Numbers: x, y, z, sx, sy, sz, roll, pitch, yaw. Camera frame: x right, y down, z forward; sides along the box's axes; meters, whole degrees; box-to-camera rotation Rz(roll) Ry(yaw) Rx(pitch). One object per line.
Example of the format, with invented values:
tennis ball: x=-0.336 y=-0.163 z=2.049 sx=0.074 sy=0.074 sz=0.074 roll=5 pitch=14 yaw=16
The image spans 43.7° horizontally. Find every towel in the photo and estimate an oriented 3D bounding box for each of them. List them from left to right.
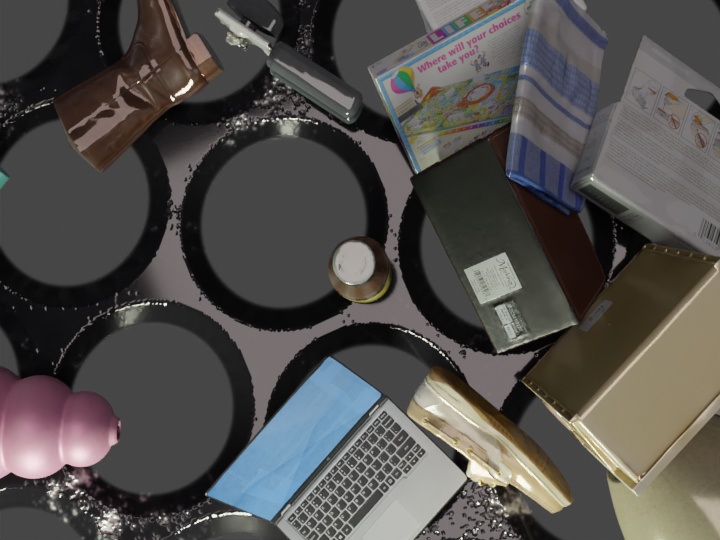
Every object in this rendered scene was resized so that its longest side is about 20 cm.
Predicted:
towel: x=0.198 y=-0.170 z=0.892 sx=0.023 sy=0.146 sz=0.204 roll=4 pitch=79 yaw=40

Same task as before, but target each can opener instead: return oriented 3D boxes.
can opener: x=-0.077 y=-0.237 z=0.988 sx=0.199 sy=0.053 sz=0.067 roll=38 pitch=90 yaw=5

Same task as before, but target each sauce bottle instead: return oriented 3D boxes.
sauce bottle: x=0.000 y=0.000 z=0.897 sx=0.063 sy=0.200 sz=0.066 roll=0 pitch=88 yaw=2

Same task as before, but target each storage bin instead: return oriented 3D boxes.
storage bin: x=0.271 y=0.083 z=0.875 sx=0.094 sy=0.199 sz=0.200 roll=42 pitch=91 yaw=-7

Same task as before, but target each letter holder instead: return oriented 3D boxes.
letter holder: x=0.161 y=-0.043 z=0.940 sx=0.100 sy=0.142 sz=0.203 roll=-24 pitch=96 yaw=34

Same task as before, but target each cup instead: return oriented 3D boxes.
cup: x=0.321 y=0.215 z=0.855 sx=0.143 sy=0.200 sz=0.200 roll=44 pitch=91 yaw=0

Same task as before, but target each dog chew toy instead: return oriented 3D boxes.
dog chew toy: x=-0.357 y=0.165 z=0.960 sx=0.195 sy=0.125 sz=0.127 roll=3 pitch=87 yaw=-3

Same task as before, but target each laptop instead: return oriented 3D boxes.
laptop: x=-0.018 y=0.223 z=0.930 sx=0.200 sy=0.116 sz=0.188 roll=43 pitch=91 yaw=5

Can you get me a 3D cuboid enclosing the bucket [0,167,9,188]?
bucket: x=-0.483 y=-0.109 z=0.943 sx=0.206 sy=0.207 sz=0.135 roll=40 pitch=81 yaw=5

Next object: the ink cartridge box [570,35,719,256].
ink cartridge box: x=0.329 y=-0.115 z=0.928 sx=0.198 sy=0.043 sz=0.176 roll=29 pitch=70 yaw=-13

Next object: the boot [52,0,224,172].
boot: x=-0.278 y=-0.235 z=1.001 sx=0.199 sy=0.064 sz=0.188 roll=-35 pitch=87 yaw=6

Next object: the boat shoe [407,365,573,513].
boat shoe: x=0.134 y=0.189 z=0.947 sx=0.199 sy=0.074 sz=0.069 roll=42 pitch=103 yaw=6

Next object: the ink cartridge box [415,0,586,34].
ink cartridge box: x=0.131 y=-0.325 z=0.982 sx=0.158 sy=0.047 sz=0.203 roll=-27 pitch=83 yaw=3

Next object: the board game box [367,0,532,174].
board game box: x=0.122 y=-0.199 z=0.941 sx=0.197 sy=0.034 sz=0.136 roll=-28 pitch=126 yaw=2
